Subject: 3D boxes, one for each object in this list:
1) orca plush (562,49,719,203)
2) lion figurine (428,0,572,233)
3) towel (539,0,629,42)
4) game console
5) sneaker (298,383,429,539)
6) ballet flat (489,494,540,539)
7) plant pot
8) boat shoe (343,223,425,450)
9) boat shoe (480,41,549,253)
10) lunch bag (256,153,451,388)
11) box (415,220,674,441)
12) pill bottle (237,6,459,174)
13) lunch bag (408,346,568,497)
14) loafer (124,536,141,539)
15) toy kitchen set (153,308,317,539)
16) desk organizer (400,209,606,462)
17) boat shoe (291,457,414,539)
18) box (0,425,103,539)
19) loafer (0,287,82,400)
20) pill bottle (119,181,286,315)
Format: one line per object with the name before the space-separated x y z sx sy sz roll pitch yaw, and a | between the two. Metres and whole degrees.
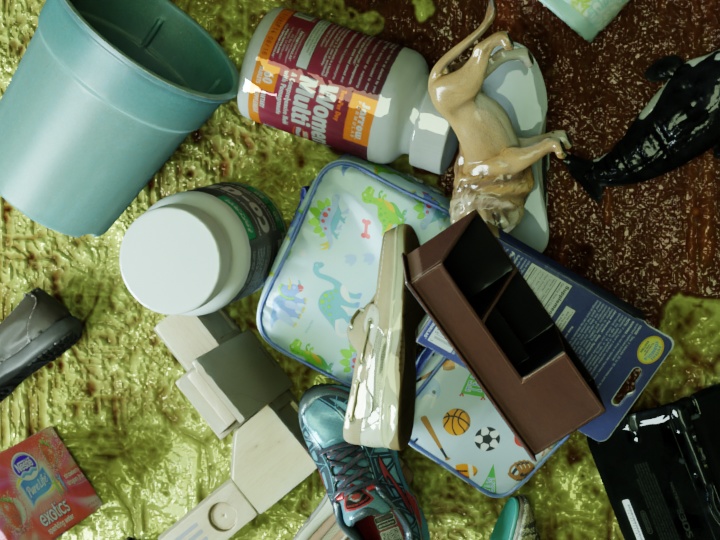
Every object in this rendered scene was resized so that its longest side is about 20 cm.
orca plush | 0.273 -0.135 1.609 0.199 0.071 0.106 -22 92 14
lion figurine | 0.106 -0.127 1.564 0.122 0.073 0.201 -20 107 19
towel | 0.189 -0.333 1.617 0.200 0.048 0.171 42 104 4
game console | 0.334 0.204 1.666 0.175 0.116 0.201 -20 92 44
sneaker | 0.006 0.194 1.635 0.079 0.096 0.201 -29 94 9
ballet flat | 0.135 0.305 1.707 0.075 0.068 0.201 22 108 -13
plant pot | -0.248 -0.150 1.673 0.200 0.200 0.196 41 111 5
boat shoe | 0.017 0.058 1.603 0.064 0.072 0.202 4 90 19
boat shoe | 0.144 -0.111 1.644 0.073 0.068 0.201 -10 101 9
lunch bag | 0.000 0.000 1.681 0.160 0.082 0.201 26 102 6
box | 0.163 0.057 1.582 0.199 0.032 0.122 30 108 -10
pill bottle | -0.004 -0.162 1.649 0.199 0.110 0.110 20 101 10
lunch bag | 0.129 0.097 1.651 0.160 0.076 0.200 35 102 -13
loafer | -0.169 0.325 1.764 0.199 0.073 0.072 24 103 9
toy kitchen set | -0.164 0.158 1.697 0.180 0.163 0.200 -40 87 14
desk organizer | 0.122 0.054 1.527 0.077 0.072 0.200 -33 108 10
boat shoe | -0.019 0.254 1.724 0.072 0.076 0.201 34 104 4
box | -0.344 0.233 1.728 0.094 0.200 0.103 -35 88 16
loafer | -0.368 0.087 1.781 0.199 0.073 0.072 -34 80 9
pill bottle | -0.144 -0.019 1.651 0.112 0.200 0.114 2 97 12
